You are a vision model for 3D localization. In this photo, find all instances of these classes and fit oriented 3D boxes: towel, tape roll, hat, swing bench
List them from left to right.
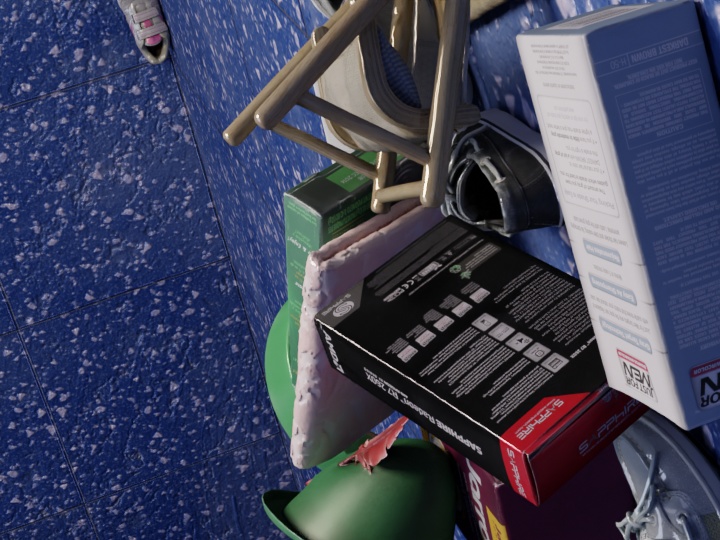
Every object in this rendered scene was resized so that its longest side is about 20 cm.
[{"bbox_3d":[0.019,0.086,1.266,0.048,0.200,0.201,-40,67,53],"label":"tape roll"},{"bbox_3d":[0.016,-0.152,0.960,0.200,0.130,0.199,-66,9,-3],"label":"swing bench"},{"bbox_3d":[0.020,0.034,1.132,0.032,0.191,0.200,30,134,30],"label":"towel"},{"bbox_3d":[0.038,0.127,1.093,0.200,0.165,0.176,28,99,59],"label":"hat"}]

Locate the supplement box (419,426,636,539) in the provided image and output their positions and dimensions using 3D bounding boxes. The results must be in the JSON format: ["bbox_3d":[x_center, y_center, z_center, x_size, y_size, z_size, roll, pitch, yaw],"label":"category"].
[{"bbox_3d":[0.120,0.147,1.108,0.200,0.103,0.131,-130,24,-63],"label":"supplement box"}]

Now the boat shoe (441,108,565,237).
[{"bbox_3d":[0.086,-0.059,1.006,0.199,0.068,0.074,-133,26,-67],"label":"boat shoe"}]

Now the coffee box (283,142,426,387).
[{"bbox_3d":[0.000,0.000,1.149,0.044,0.123,0.200,33,140,32],"label":"coffee box"}]

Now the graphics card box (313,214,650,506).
[{"bbox_3d":[0.079,0.047,0.904,0.200,0.125,0.051,30,149,44],"label":"graphics card box"}]

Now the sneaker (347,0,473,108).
[{"bbox_3d":[0.016,-0.196,1.120,0.200,0.071,0.099,67,166,-1],"label":"sneaker"}]

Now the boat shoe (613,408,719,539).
[{"bbox_3d":[0.193,0.179,0.874,0.074,0.065,0.202,106,144,-73],"label":"boat shoe"}]

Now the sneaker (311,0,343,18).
[{"bbox_3d":[-0.040,-0.303,1.251,0.116,0.074,0.200,58,174,47],"label":"sneaker"}]

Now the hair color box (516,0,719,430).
[{"bbox_3d":[0.145,-0.031,0.753,0.099,0.061,0.200,-146,38,-75],"label":"hair color box"}]

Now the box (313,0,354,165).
[{"bbox_3d":[0.009,-0.113,1.239,0.144,0.036,0.200,-71,-27,-54],"label":"box"}]

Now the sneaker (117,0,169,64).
[{"bbox_3d":[-0.430,-0.502,3.024,0.088,0.081,0.200,60,173,44],"label":"sneaker"}]
